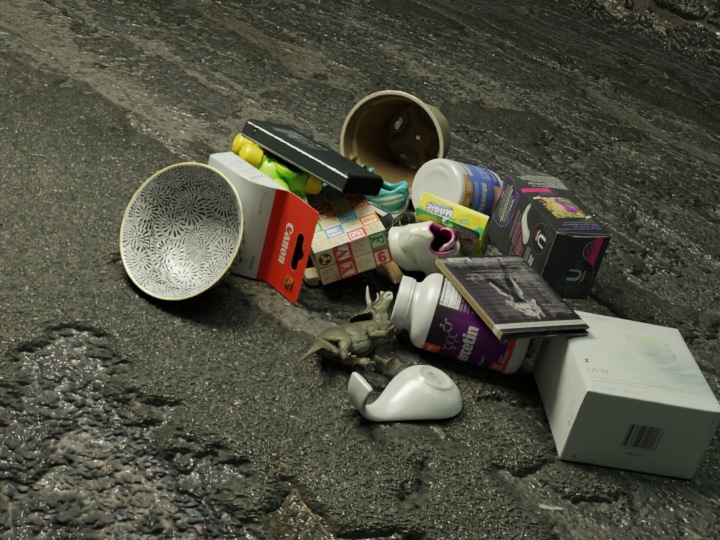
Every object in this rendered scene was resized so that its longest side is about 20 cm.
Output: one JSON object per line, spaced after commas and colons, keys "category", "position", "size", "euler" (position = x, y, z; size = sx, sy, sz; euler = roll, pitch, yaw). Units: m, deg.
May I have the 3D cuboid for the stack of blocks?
{"category": "stack of blocks", "position": [-0.034, -0.066, 1.643], "size": [0.114, 0.059, 0.200], "euler": [-19, 32, -5]}

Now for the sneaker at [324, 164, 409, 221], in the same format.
{"category": "sneaker", "position": [-0.006, -0.155, 1.866], "size": [0.198, 0.080, 0.078], "euler": [17, 30, 4]}

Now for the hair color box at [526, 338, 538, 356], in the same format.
{"category": "hair color box", "position": [0.260, 0.050, 1.672], "size": [0.098, 0.061, 0.200], "euler": [23, 30, 13]}

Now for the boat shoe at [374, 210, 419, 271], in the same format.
{"category": "boat shoe", "position": [0.040, -0.060, 1.749], "size": [0.199, 0.063, 0.074], "euler": [31, 31, 22]}

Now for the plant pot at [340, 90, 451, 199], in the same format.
{"category": "plant pot", "position": [0.085, -0.244, 1.971], "size": [0.199, 0.202, 0.183], "euler": [24, 20, 14]}

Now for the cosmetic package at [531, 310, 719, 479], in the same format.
{"category": "cosmetic package", "position": [0.367, 0.167, 1.466], "size": [0.197, 0.124, 0.201], "euler": [10, 29, -10]}

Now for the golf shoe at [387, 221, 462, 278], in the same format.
{"category": "golf shoe", "position": [0.130, -0.023, 1.651], "size": [0.199, 0.091, 0.076], "euler": [22, 55, -45]}

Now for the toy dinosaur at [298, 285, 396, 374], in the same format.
{"category": "toy dinosaur", "position": [-0.015, 0.103, 1.460], "size": [0.199, 0.078, 0.102], "euler": [-28, 31, -33]}

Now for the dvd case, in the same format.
{"category": "dvd case", "position": [0.213, 0.035, 1.488], "size": [0.147, 0.016, 0.200], "euler": [-1, 31, -26]}

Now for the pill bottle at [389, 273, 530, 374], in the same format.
{"category": "pill bottle", "position": [0.147, 0.073, 1.527], "size": [0.198, 0.113, 0.113], "euler": [16, 30, 1]}

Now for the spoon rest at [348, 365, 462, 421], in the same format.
{"category": "spoon rest", "position": [0.058, 0.166, 1.400], "size": [0.199, 0.061, 0.099], "euler": [5, 30, -45]}

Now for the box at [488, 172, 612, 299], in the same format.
{"category": "box", "position": [0.300, -0.058, 1.686], "size": [0.105, 0.123, 0.201], "euler": [3, 32, -20]}

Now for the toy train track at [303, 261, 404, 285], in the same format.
{"category": "toy train track", "position": [0.000, 0.000, 1.659], "size": [0.198, 0.033, 0.115], "euler": [-10, 44, -25]}

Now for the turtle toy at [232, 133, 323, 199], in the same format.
{"category": "turtle toy", "position": [-0.139, -0.134, 1.651], "size": [0.144, 0.102, 0.200], "euler": [21, 14, -20]}

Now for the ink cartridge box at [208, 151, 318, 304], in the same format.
{"category": "ink cartridge box", "position": [-0.160, -0.060, 1.553], "size": [0.199, 0.161, 0.047], "euler": [35, 34, 30]}

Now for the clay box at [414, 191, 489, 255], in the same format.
{"category": "clay box", "position": [0.150, -0.067, 1.708], "size": [0.114, 0.048, 0.200], "euler": [22, -13, 11]}

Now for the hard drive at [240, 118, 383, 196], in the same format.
{"category": "hard drive", "position": [-0.073, -0.177, 1.639], "size": [0.199, 0.033, 0.139], "euler": [30, 14, 20]}

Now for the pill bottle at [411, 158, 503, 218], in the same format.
{"category": "pill bottle", "position": [0.190, -0.132, 1.868], "size": [0.199, 0.113, 0.112], "euler": [4, 28, -50]}

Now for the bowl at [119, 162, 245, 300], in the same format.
{"category": "bowl", "position": [-0.239, -0.045, 1.515], "size": [0.200, 0.202, 0.094], "euler": [31, -1, 25]}
